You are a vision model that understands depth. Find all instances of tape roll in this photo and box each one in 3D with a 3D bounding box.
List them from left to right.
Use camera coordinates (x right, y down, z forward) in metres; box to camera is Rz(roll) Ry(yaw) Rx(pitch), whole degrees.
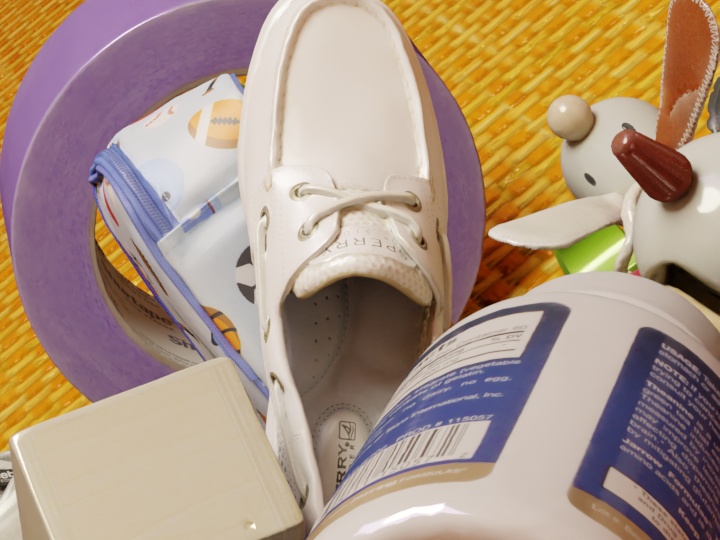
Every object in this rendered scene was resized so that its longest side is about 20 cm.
[{"bbox_3d":[-0.051,-0.030,1.187,0.200,0.200,0.085,-37,22,4],"label":"tape roll"}]

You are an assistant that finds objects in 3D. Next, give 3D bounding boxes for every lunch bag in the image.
[{"bbox_3d":[-0.021,0.025,1.025,0.076,0.200,0.160,-36,4,-9],"label":"lunch bag"}]

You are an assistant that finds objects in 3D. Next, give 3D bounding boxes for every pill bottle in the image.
[{"bbox_3d":[0.050,0.072,0.750,0.111,0.111,0.200,-29,10,23],"label":"pill bottle"}]

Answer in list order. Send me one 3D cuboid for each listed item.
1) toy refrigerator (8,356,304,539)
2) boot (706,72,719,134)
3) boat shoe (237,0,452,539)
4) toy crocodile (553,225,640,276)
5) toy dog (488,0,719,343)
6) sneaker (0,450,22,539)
[{"bbox_3d":[-0.066,0.112,0.937,0.076,0.070,0.200,-20,-24,-14],"label":"toy refrigerator"},{"bbox_3d":[0.221,-0.110,1.114,0.130,0.068,0.200,-17,37,35],"label":"boot"},{"bbox_3d":[0.000,0.000,0.912,0.071,0.200,0.069,-2,-7,-9],"label":"boat shoe"},{"bbox_3d":[0.102,0.040,0.986,0.067,0.062,0.200,-32,22,17],"label":"toy crocodile"},{"bbox_3d":[0.093,-0.027,0.901,0.132,0.096,0.200,-59,23,-17],"label":"toy dog"},{"bbox_3d":[-0.107,0.106,1.090,0.200,0.081,0.075,-12,7,-15],"label":"sneaker"}]
